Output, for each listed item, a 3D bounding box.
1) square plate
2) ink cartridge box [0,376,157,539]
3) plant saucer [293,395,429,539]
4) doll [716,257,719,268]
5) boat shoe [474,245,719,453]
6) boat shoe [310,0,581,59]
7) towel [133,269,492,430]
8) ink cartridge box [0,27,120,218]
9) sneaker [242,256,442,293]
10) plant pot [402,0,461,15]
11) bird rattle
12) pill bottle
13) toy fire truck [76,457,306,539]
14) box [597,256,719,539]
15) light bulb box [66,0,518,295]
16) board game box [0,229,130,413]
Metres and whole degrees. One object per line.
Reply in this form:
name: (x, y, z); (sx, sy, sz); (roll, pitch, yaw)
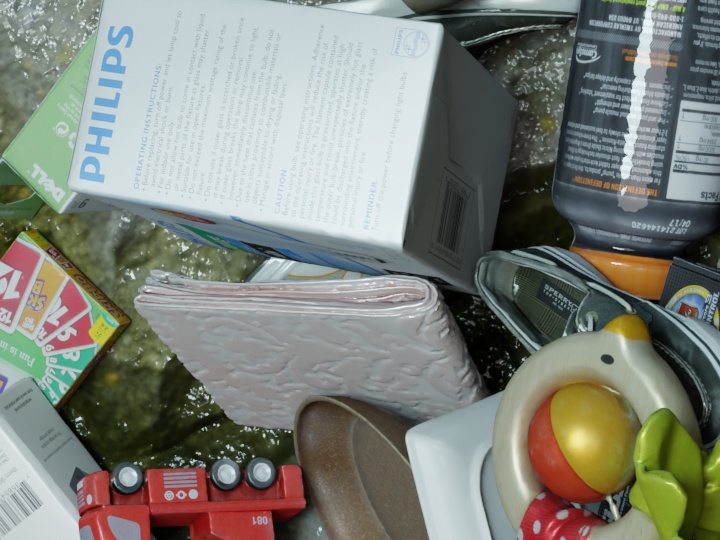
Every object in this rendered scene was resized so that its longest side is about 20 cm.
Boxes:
square plate: (0.112, 0.169, 1.197); (0.028, 0.198, 0.202); (-15, 91, 35)
ink cartridge box: (-0.225, 0.199, 1.347); (0.145, 0.084, 0.201); (-37, 92, 15)
plant saucer: (0.030, 0.158, 1.251); (0.036, 0.200, 0.201); (-30, 85, -22)
doll: (0.261, 0.045, 1.216); (0.136, 0.048, 0.201); (40, 99, 19)
boat shoe: (0.135, 0.046, 1.124); (0.200, 0.070, 0.073); (33, 114, 46)
boat shoe: (0.048, -0.144, 1.258); (0.198, 0.071, 0.064); (-5, 93, 25)
towel: (-0.020, 0.054, 1.237); (0.189, 0.200, 0.033); (3, 65, 18)
ink cartridge box: (-0.164, -0.091, 1.304); (0.059, 0.104, 0.200); (43, 105, 12)
sneaker: (0.000, 0.000, 1.282); (0.200, 0.076, 0.092); (-43, 87, 17)
plant pot: (0.068, -0.247, 1.161); (0.173, 0.200, 0.201); (-35, 85, 11)
bird rattle: (0.130, 0.117, 1.069); (0.200, 0.112, 0.164); (-41, 60, 44)
pill bottle: (0.172, -0.086, 1.201); (0.105, 0.106, 0.202); (11, 98, 16)
toy fire truck: (-0.081, 0.195, 1.294); (0.198, 0.049, 0.142); (0, 71, -21)
box: (0.206, 0.108, 1.122); (0.044, 0.160, 0.202); (13, 97, -27)
light bulb box: (-0.032, -0.073, 1.152); (0.198, 0.198, 0.126); (10, 85, 18)
board game box: (-0.254, 0.078, 1.391); (0.095, 0.030, 0.200); (42, 108, 9)
